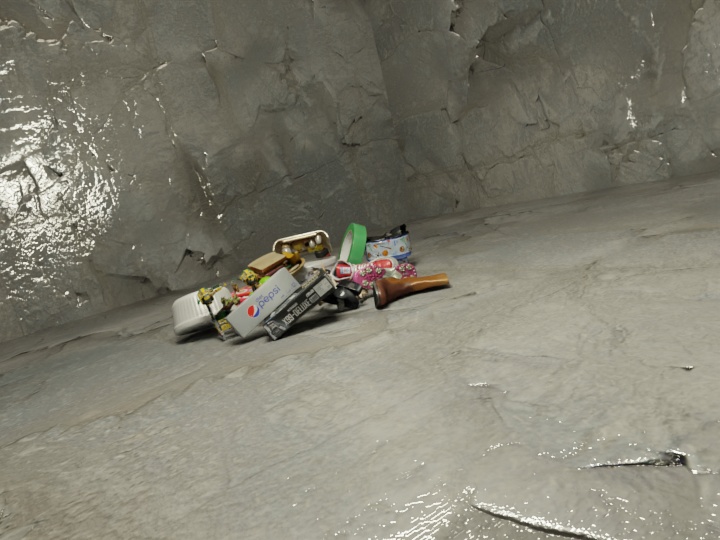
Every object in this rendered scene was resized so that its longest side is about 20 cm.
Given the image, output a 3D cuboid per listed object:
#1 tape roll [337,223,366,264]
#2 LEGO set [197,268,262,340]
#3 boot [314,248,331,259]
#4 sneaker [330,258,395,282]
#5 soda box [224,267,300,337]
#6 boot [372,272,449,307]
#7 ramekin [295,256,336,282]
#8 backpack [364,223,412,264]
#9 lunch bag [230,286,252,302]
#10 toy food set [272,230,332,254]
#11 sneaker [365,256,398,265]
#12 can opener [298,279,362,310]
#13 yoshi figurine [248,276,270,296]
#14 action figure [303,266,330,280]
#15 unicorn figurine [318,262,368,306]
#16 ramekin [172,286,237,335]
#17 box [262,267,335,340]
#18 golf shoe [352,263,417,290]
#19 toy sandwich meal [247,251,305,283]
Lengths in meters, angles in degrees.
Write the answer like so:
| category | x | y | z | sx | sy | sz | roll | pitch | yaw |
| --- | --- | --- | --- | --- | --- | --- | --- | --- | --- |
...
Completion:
| category | x | y | z | sx | sy | sz | roll | pitch | yaw |
| --- | --- | --- | --- | --- | --- | --- | --- | --- | --- |
| tape roll | -0.033 | -0.068 | 2.019 | 0.048 | 0.202 | 0.200 | 13 | 1 | -15 |
| LEGO set | -0.339 | 0.096 | 1.533 | 0.199 | 0.155 | 0.116 | -17 | 29 | -24 |
| boot | -0.119 | -0.045 | 2.213 | 0.072 | 0.146 | 0.200 | -13 | 6 | 20 |
| sneaker | 0.000 | 0.000 | 1.714 | 0.199 | 0.072 | 0.112 | -20 | -28 | 29 |
| soda box | -0.253 | 0.082 | 1.448 | 0.200 | 0.068 | 0.063 | -44 | 9 | -16 |
| boot | 0.134 | 0.049 | 1.471 | 0.198 | 0.069 | 0.188 | -5 | 1 | 8 |
| ramekin | -0.171 | 0.020 | 1.963 | 0.201 | 0.095 | 0.202 | -14 | 8 | 2 |
| backpack | 0.095 | -0.072 | 1.991 | 0.198 | 0.155 | 0.191 | -17 | -1 | 1 |
| lunch bag | -0.351 | 0.105 | 1.814 | 0.198 | 0.083 | 0.176 | -12 | 12 | 10 |
| toy food set | -0.200 | -0.070 | 1.962 | 0.198 | 0.061 | 0.144 | -12 | -21 | -1 |
| sneaker | 0.024 | 0.002 | 1.890 | 0.199 | 0.073 | 0.114 | -17 | 5 | -22 |
| can opener | -0.087 | 0.065 | 1.534 | 0.198 | 0.064 | 0.079 | 6 | 36 | 31 |
| yoshi figurine | -0.240 | 0.062 | 1.670 | 0.198 | 0.113 | 0.112 | 2 | 24 | 24 |
| action figure | -0.126 | 0.044 | 1.785 | 0.129 | 0.070 | 0.200 | 6 | 21 | 10 |
| unicorn figurine | -0.067 | 0.057 | 1.628 | 0.199 | 0.074 | 0.137 | 19 | 24 | 20 |
| ramekin | -0.467 | 0.118 | 1.672 | 0.201 | 0.095 | 0.202 | -19 | -7 | -3 |
| box | -0.156 | 0.080 | 1.429 | 0.200 | 0.050 | 0.158 | -40 | 9 | 0 |
| golf shoe | 0.065 | 0.026 | 1.639 | 0.198 | 0.076 | 0.091 | -2 | -11 | -21 |
| toy sandwich meal | -0.274 | -0.012 | 1.818 | 0.204 | 0.071 | 0.205 | -22 | 17 | 7 |
